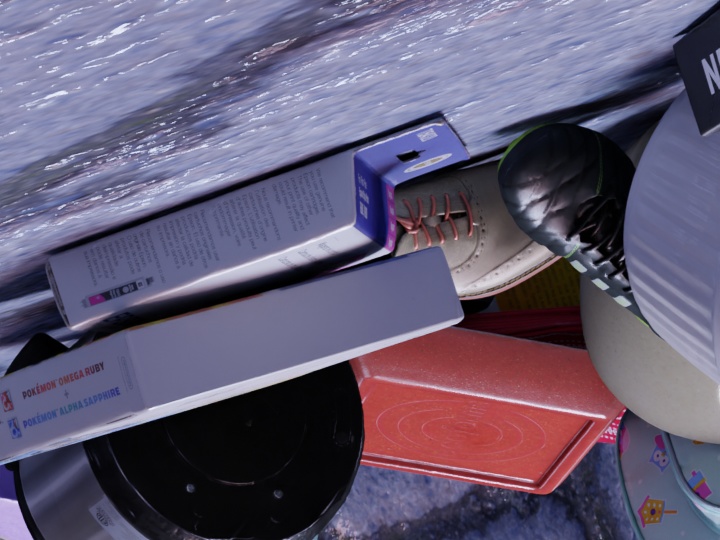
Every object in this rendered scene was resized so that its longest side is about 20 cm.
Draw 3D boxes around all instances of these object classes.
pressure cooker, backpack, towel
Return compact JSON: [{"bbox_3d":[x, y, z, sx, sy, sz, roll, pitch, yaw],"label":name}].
[{"bbox_3d":[-0.110,0.103,1.712,0.178,0.177,0.200,-6,164,-26],"label":"pressure cooker"},{"bbox_3d":[0.257,0.120,1.826,0.200,0.176,0.153,-31,142,18],"label":"backpack"},{"bbox_3d":[0.105,0.074,1.914,0.144,0.023,0.200,-4,154,8],"label":"towel"}]

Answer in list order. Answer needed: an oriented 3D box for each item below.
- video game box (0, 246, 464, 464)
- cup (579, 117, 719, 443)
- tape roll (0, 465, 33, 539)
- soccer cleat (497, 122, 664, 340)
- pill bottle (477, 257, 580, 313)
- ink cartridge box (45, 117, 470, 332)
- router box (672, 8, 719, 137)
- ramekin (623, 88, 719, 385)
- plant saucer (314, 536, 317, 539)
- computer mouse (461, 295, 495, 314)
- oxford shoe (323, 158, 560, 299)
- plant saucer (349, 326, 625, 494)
[{"bbox_3d":[-0.078,0.045,1.489,0.199,0.047,0.182,-15,174,-38],"label":"video game box"},{"bbox_3d":[0.216,-0.019,1.740,0.200,0.201,0.143,-19,146,3],"label":"cup"},{"bbox_3d":[-0.279,0.175,1.881,0.199,0.085,0.200,-12,140,-10],"label":"tape roll"},{"bbox_3d":[0.144,-0.015,1.580,0.068,0.081,0.200,-48,136,3],"label":"soccer cleat"},{"bbox_3d":[0.119,0.006,1.945,0.199,0.112,0.111,-18,176,3],"label":"pill bottle"},{"bbox_3d":[-0.040,-0.016,1.459,0.199,0.043,0.196,-18,175,5],"label":"ink cartridge box"},{"bbox_3d":[0.236,-0.117,1.306,0.149,0.051,0.200,-17,176,-10],"label":"router box"},{"bbox_3d":[0.226,-0.027,1.509,0.200,0.201,0.105,-16,-146,-38],"label":"ramekin"},{"bbox_3d":[-0.099,0.116,1.882,0.027,0.201,0.200,-42,164,32],"label":"plant saucer"},{"bbox_3d":[0.000,0.000,1.816,0.199,0.053,0.138,2,165,-42],"label":"computer mouse"},{"bbox_3d":[0.041,-0.017,1.612,0.199,0.071,0.075,-20,170,2],"label":"oxford shoe"},{"bbox_3d":[0.065,0.091,1.884,0.199,0.037,0.200,11,156,-8],"label":"plant saucer"}]
